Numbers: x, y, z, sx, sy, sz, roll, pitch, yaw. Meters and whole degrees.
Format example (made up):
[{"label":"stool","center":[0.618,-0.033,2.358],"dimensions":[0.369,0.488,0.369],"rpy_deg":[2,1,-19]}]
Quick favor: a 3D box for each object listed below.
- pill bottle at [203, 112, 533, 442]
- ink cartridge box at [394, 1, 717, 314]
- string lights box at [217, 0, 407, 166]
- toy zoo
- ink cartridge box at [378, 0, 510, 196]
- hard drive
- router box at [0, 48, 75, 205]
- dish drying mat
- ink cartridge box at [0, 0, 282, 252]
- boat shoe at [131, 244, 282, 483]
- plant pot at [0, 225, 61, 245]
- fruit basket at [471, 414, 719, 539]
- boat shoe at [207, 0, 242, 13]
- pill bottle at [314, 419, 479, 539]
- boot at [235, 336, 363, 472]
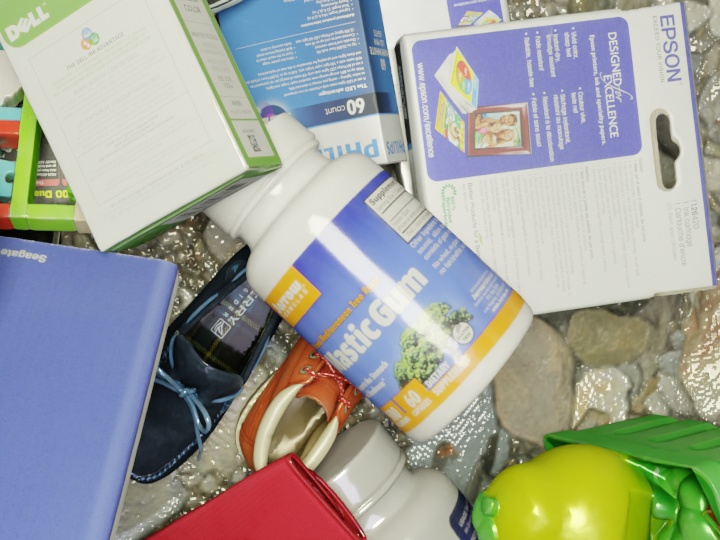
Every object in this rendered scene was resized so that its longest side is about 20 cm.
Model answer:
[{"label":"pill bottle","center":[0.000,0.000,0.686],"dimensions":[0.200,0.112,0.112],"rpy_deg":[42,88,1]},{"label":"ink cartridge box","center":[0.133,-0.072,0.761],"dimensions":[0.198,0.047,0.200],"rpy_deg":[-8,93,-7]},{"label":"string lights box","center":[-0.039,-0.164,0.748],"dimensions":[0.102,0.059,0.202],"rpy_deg":[-8,96,17]},{"label":"toy zoo","center":[-0.258,-0.089,0.671],"dimensions":[0.198,0.020,0.133],"rpy_deg":[1,68,-6]},{"label":"ink cartridge box","center":[0.063,-0.134,0.789],"dimensions":[0.098,0.039,0.202],"rpy_deg":[-10,94,-6]},{"label":"hard drive","center":[-0.179,0.072,0.577],"dimensions":[0.130,0.025,0.202],"rpy_deg":[8,52,-1]},{"label":"router box","center":[-0.197,-0.117,0.745],"dimensions":[0.198,0.062,0.152],"rpy_deg":[-1,92,-7]},{"label":"dish drying mat","center":[-0.085,0.186,0.744],"dimensions":[0.199,0.018,0.077],"rpy_deg":[-35,99,35]},{"label":"ink cartridge box","center":[-0.136,-0.124,0.625],"dimensions":[0.103,0.059,0.202],"rpy_deg":[-26,90,19]},{"label":"boat shoe","center":[-0.112,0.058,0.765],"dimensions":[0.084,0.069,0.201],"rpy_deg":[29,90,-8]},{"label":"plant pot","center":[-0.283,0.096,0.672],"dimensions":[0.198,0.178,0.201],"rpy_deg":[1,52,-8]},{"label":"fruit basket","center":[0.179,0.176,0.741],"dimensions":[0.214,0.216,0.157],"rpy_deg":[-22,96,-5]},{"label":"boat shoe","center":[-0.137,-0.186,0.679],"dimensions":[0.198,0.071,0.073],"rpy_deg":[-16,97,-3]},{"label":"pill bottle","center":[0.038,0.209,0.768],"dimensions":[0.119,0.120,0.201],"rpy_deg":[-37,97,-3]},{"label":"boot","center":[-0.012,0.062,0.760],"dimensions":[0.075,0.107,0.201],"rpy_deg":[34,88,-6]}]
